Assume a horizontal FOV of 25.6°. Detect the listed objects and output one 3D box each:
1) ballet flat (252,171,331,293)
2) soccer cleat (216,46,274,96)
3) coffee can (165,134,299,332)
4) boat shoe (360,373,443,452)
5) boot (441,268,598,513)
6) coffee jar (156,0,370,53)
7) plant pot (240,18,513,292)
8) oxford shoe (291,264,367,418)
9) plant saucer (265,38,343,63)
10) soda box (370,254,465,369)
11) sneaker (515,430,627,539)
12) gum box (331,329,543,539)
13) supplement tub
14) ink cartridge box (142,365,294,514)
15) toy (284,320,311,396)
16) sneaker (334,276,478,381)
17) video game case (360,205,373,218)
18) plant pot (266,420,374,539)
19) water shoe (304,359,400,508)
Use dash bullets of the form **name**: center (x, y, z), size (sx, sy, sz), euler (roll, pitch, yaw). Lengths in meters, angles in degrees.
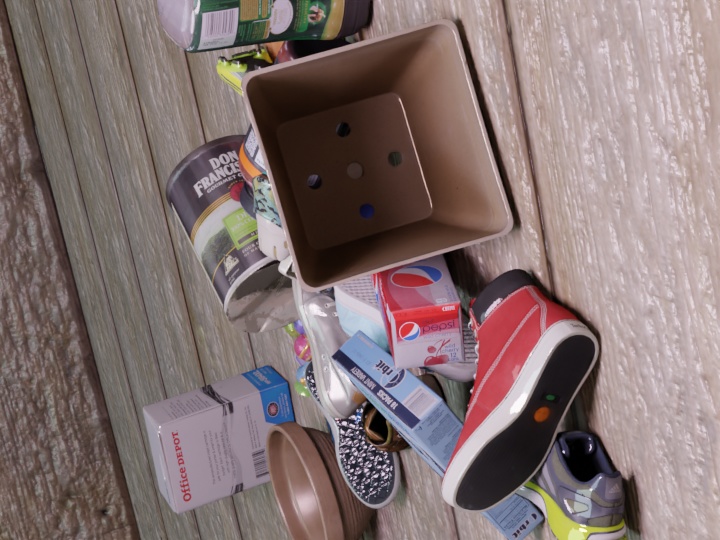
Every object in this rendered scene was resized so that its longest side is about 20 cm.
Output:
- **ballet flat**: center (-0.066, -0.030, 1.629), size (0.074, 0.074, 0.200), euler (59, -172, 35)
- **soccer cleat**: center (-0.110, -0.202, 1.777), size (0.200, 0.065, 0.084), euler (30, 136, 62)
- **coffee can**: center (-0.135, -0.046, 1.942), size (0.200, 0.146, 0.146), euler (60, 157, 31)
- **boat shoe**: center (0.031, 0.164, 1.779), size (0.072, 0.068, 0.200), euler (66, 160, 16)
- **boot**: center (0.116, 0.103, 1.405), size (0.200, 0.072, 0.144), euler (-59, 35, 13)
- **coffee jar**: center (-0.094, -0.271, 1.565), size (0.104, 0.200, 0.085), euler (47, 137, 46)
- **plant pot**: center (0.004, -0.101, 1.477), size (0.177, 0.199, 0.200), euler (177, 77, -82)
- **oxford shoe**: center (-0.027, 0.063, 1.749), size (0.058, 0.075, 0.200), euler (-24, 71, 28)
- **plant saucer**: center (-0.072, -0.271, 1.758), size (0.200, 0.032, 0.201), euler (162, 90, -71)
- **soda box**: center (0.052, 0.020, 1.522), size (0.200, 0.070, 0.063), euler (-105, 8, -65)
- **sneaker**: center (0.178, 0.170, 1.412), size (0.200, 0.074, 0.081), euler (40, 129, 52)
- **gum box**: center (0.075, 0.163, 1.556), size (0.200, 0.045, 0.170), euler (50, 173, -34)
- **supplement tub**: center (-0.063, -0.142, 1.650), size (0.107, 0.107, 0.200), euler (58, 136, 37)
- **ink cartridge box**: center (-0.196, 0.239, 2.259), size (0.084, 0.200, 0.146), euler (-144, 41, -59)
- **toy**: center (-0.068, 0.087, 2.016), size (0.115, 0.047, 0.200), euler (54, 154, 38)
- **sneaker**: center (0.052, 0.070, 1.611), size (0.200, 0.074, 0.082), euler (36, 142, 39)
- **video game case**: center (0.000, 0.000, 1.764), size (0.181, 0.045, 0.200), euler (139, 112, -69)
- **plant pot**: center (-0.043, 0.283, 2.042), size (0.201, 0.093, 0.201), euler (-129, 30, -46)
- **water shoe**: center (-0.001, 0.193, 1.925), size (0.200, 0.071, 0.079), euler (66, -173, 14)
